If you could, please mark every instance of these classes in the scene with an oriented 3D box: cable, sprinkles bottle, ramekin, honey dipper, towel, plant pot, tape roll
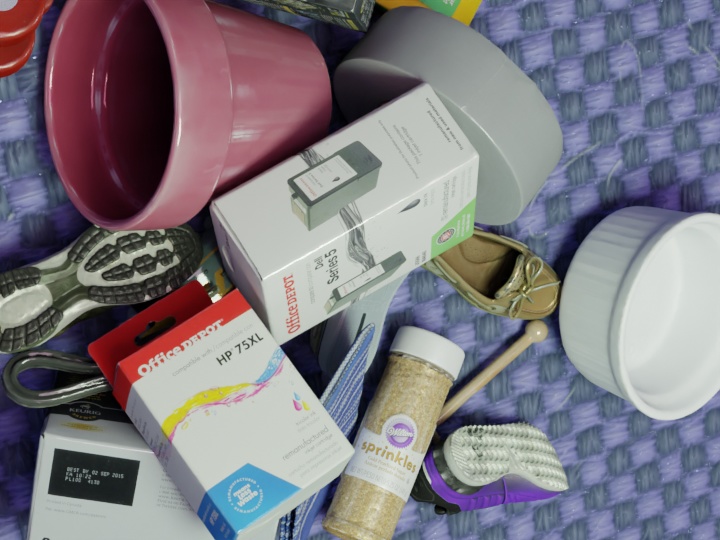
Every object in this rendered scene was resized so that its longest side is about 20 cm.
[{"bbox_3d":[-0.185,0.084,1.290,0.198,0.050,0.098,-21,76,-15],"label":"cable"},{"bbox_3d":[0.031,0.154,1.460,0.068,0.068,0.202,30,75,-29],"label":"sprinkles bottle"},{"bbox_3d":[0.283,0.034,1.539,0.199,0.097,0.203,-14,113,-36],"label":"ramekin"},{"bbox_3d":[0.104,0.115,1.530,0.200,0.038,0.038,-41,117,-14],"label":"honey dipper"},{"bbox_3d":[-0.027,0.153,1.387,0.024,0.201,0.145,24,56,10],"label":"towel"},{"bbox_3d":[-0.130,-0.135,1.277,0.178,0.199,0.202,-5,106,-41],"label":"plant pot"},{"bbox_3d":[0.073,-0.130,1.355,0.066,0.200,0.201,-51,118,-19],"label":"tape roll"}]

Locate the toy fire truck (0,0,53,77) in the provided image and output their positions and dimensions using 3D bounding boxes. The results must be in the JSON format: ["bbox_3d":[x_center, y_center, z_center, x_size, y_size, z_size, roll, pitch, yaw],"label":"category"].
[{"bbox_3d":[-0.337,-0.220,1.203,0.199,0.112,0.169,-26,89,-18],"label":"toy fire truck"}]

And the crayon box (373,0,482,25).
[{"bbox_3d":[0.054,-0.319,1.382,0.172,0.058,0.201,29,90,-30],"label":"crayon box"}]

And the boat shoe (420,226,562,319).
[{"bbox_3d":[0.117,-0.001,1.490,0.199,0.063,0.074,23,92,-29],"label":"boat shoe"}]

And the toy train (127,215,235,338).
[{"bbox_3d":[-0.108,0.007,1.378,0.200,0.085,0.114,-43,104,-8],"label":"toy train"}]

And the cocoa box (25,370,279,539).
[{"bbox_3d":[-0.169,0.178,1.321,0.198,0.131,0.135,10,109,-9],"label":"cocoa box"}]

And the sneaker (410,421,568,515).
[{"bbox_3d":[0.116,0.198,1.542,0.099,0.070,0.199,-37,149,30],"label":"sneaker"}]

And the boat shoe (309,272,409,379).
[{"bbox_3d":[0.000,0.000,1.420,0.072,0.062,0.202,13,105,-37],"label":"boat shoe"}]

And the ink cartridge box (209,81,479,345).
[{"bbox_3d":[-0.010,-0.042,1.277,0.199,0.084,0.146,-30,158,-11],"label":"ink cartridge box"}]

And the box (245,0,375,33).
[{"bbox_3d":[-0.070,-0.231,1.235,0.160,0.200,0.050,17,95,2],"label":"box"}]

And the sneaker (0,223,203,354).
[{"bbox_3d":[-0.226,0.010,1.317,0.198,0.089,0.078,-21,86,-11],"label":"sneaker"}]

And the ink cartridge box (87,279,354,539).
[{"bbox_3d":[-0.111,0.100,1.231,0.116,0.067,0.201,-33,77,-23],"label":"ink cartridge box"}]
